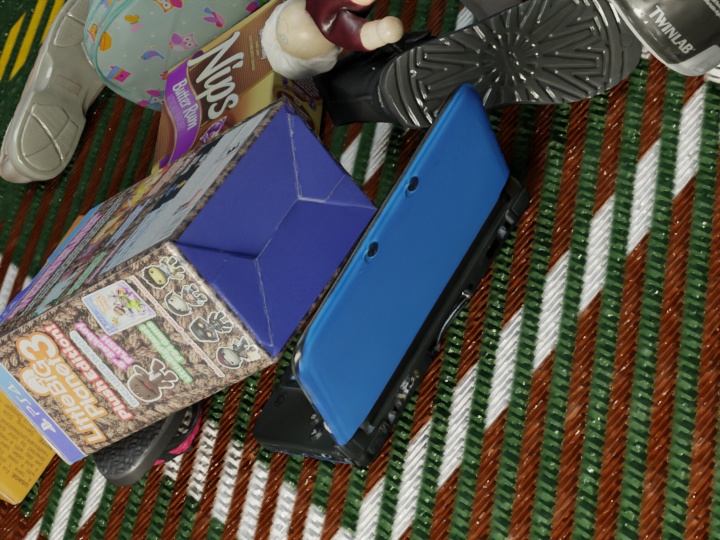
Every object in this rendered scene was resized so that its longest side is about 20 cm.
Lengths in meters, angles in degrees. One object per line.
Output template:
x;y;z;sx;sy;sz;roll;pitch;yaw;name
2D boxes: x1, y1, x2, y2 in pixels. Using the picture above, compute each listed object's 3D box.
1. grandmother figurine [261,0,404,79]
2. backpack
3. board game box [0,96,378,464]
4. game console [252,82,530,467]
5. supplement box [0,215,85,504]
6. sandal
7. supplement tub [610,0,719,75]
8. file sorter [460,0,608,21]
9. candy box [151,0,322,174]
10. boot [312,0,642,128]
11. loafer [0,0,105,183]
-0.007;-0.186;1.602;0.200;0.060;0.121;129;142;-50;grandmother figurine
-0.122;-0.216;1.928;0.200;0.167;0.127;-40;31;28;backpack
-0.113;0.007;1.599;0.200;0.097;0.159;-27;20;42;board game box
0.000;0.000;1.521;0.171;0.118;0.200;4;56;55;game console
-0.213;0.059;1.796;0.067;0.069;0.200;6;61;59;supplement box
-0.129;0.092;1.675;0.075;0.045;0.200;-37;15;8;sandal
0.230;-0.210;1.463;0.200;0.123;0.123;-36;31;20;supplement tub
0.125;-0.278;1.678;0.124;0.139;0.200;-2;52;50;file sorter
-0.085;-0.094;1.822;0.117;0.056;0.200;-32;33;28;candy box
0.069;-0.128;1.638;0.165;0.066;0.200;-11;3;-12;boot
-0.238;-0.158;2.103;0.063;0.072;0.200;-15;45;56;loafer
